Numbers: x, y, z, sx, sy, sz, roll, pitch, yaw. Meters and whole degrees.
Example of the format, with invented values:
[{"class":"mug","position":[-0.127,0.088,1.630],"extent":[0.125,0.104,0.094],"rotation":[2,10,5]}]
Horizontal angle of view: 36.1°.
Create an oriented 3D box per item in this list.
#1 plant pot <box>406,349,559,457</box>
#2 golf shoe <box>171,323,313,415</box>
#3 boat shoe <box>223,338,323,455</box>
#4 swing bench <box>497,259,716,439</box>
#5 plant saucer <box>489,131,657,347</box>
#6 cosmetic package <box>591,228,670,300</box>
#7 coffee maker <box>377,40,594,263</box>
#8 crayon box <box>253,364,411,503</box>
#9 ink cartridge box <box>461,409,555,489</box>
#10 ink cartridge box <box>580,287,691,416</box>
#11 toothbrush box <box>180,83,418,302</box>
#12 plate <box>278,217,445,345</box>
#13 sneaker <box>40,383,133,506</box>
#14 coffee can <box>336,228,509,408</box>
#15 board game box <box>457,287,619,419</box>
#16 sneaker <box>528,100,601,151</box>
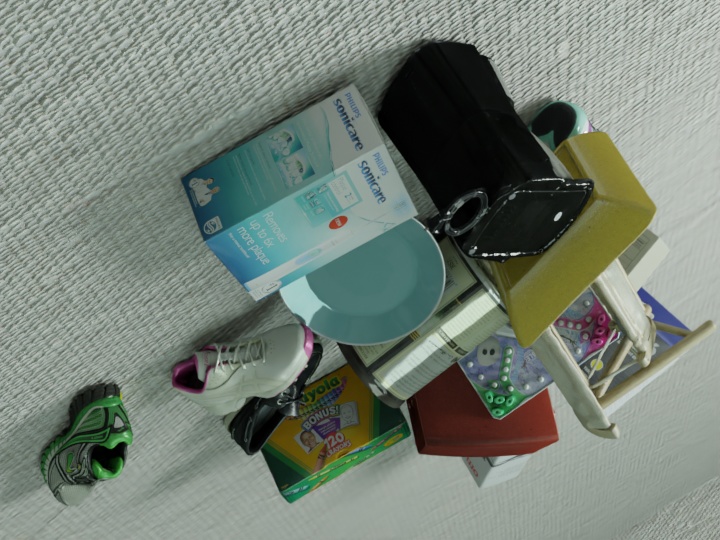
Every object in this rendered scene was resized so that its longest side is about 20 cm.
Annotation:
[{"class":"plant pot","position":[0.153,0.166,1.542],"extent":[0.173,0.203,0.200],"rotation":[-12,166,-5]},{"class":"golf shoe","position":[-0.143,0.114,1.315],"extent":[0.199,0.076,0.091],"rotation":[-31,142,31]},{"class":"boat shoe","position":[-0.107,0.173,1.466],"extent":[0.199,0.067,0.074],"rotation":[-45,147,22]},{"class":"swing bench","position":[0.274,0.049,1.295],"extent":[0.200,0.129,0.200],"rotation":[-42,113,-15]},{"class":"plant saucer","position":[0.205,-0.048,1.184],"extent":[0.048,0.201,0.200],"rotation":[33,112,-23]},{"class":"cosmetic package","position":[0.323,0.012,1.533],"extent":[0.201,0.104,0.073],"rotation":[-50,149,7]},{"class":"coffee maker","position":[0.107,-0.124,1.082],"extent":[0.134,0.201,0.191],"rotation":[-42,149,17]},{"class":"crayon box","position":[-0.043,0.219,1.540],"extent":[0.198,0.120,0.058],"rotation":[-29,151,-4]},{"class":"ink cartridge box","position":[0.214,0.233,1.763],"extent":[0.082,0.146,0.201],"rotation":[-15,147,-25]},{"class":"ink cartridge box","position":[0.351,0.086,1.593],"extent":[0.199,0.198,0.047],"rotation":[-36,145,-11]},{"class":"toothbrush box","position":[-0.058,-0.074,1.114],"extent":[0.198,0.086,0.147],"rotation":[-28,150,2]},{"class":"plate","position":[0.000,0.000,1.268],"extent":[0.196,0.026,0.203],"rotation":[2,125,3]},{"class":"sneaker","position":[-0.329,0.229,1.331],"extent":[0.077,0.086,0.201],"rotation":[-6,143,-36]},{"class":"coffee can","position":[0.081,0.053,1.376],"extent":[0.199,0.148,0.146],"rotation":[-38,149,13]},{"class":"board game box","position":[0.201,0.056,1.436],"extent":[0.199,0.202,0.026],"rotation":[-35,169,8]},{"class":"sneaker","position":[0.216,-0.103,1.334],"extent":[0.200,0.078,0.139],"rotation":[-42,148,19]}]
